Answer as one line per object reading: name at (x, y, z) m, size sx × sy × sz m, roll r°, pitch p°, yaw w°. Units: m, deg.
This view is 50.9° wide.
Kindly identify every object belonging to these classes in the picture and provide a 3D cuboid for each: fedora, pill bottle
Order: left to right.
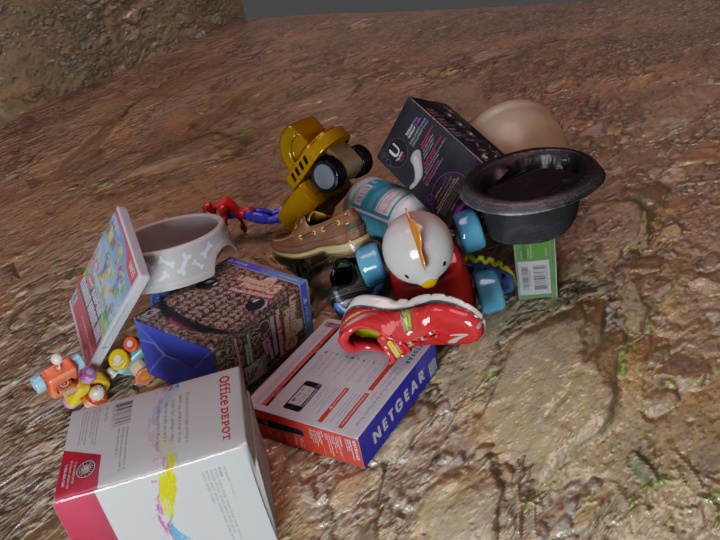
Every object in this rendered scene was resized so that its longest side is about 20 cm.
pill bottle at (0.065, -0.088, 1.296) m, size 0.110 × 0.112 × 0.199 m, roll -29°, pitch 34°, yaw -26°
fedora at (0.237, -0.094, 1.044) m, size 0.198 × 0.092 × 0.201 m, roll -9°, pitch 31°, yaw 5°

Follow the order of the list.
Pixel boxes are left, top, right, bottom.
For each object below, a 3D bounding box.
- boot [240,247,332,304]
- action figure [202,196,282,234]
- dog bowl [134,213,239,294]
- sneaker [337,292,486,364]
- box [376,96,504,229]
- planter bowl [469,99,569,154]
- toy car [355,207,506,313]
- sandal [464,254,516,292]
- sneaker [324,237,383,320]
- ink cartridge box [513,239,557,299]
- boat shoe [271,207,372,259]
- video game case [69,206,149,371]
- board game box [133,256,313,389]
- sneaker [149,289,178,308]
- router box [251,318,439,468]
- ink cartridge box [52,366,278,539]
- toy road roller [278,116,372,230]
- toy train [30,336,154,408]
boot at (-0.100, -0.006, 1.264) m, size 0.155 × 0.073 × 0.199 m, roll -29°, pitch 29°, yaw -28°
action figure at (-0.209, -0.085, 1.460) m, size 0.198 × 0.100 × 0.065 m, roll 12°, pitch 28°, yaw -3°
dog bowl at (-0.289, -0.032, 1.166) m, size 0.198 × 0.059 × 0.200 m, roll -9°, pitch 22°, yaw 4°
sneaker at (0.062, 0.083, 0.958) m, size 0.198 × 0.077 × 0.085 m, roll -3°, pitch 40°, yaw 29°
box at (0.141, -0.172, 1.224) m, size 0.105 × 0.123 × 0.200 m, roll -3°, pitch 44°, yaw -47°
planter bowl at (0.275, -0.168, 1.283) m, size 0.198 × 0.201 × 0.135 m, roll -17°, pitch 41°, yaw -7°
toy car at (0.085, -0.006, 1.011) m, size 0.183 × 0.179 × 0.200 m, roll -18°, pitch -16°, yaw 7°
sandal at (0.133, 0.021, 1.138) m, size 0.198 × 0.080 × 0.088 m, roll 4°, pitch 69°, yaw 13°
sneaker at (0.000, 0.000, 1.188) m, size 0.071 × 0.083 × 0.200 m, roll -34°, pitch 15°, yaw 35°
ink cartridge box at (0.267, -0.054, 1.164) m, size 0.059 × 0.105 × 0.201 m, roll -4°, pitch 31°, yaw 14°
boat shoe at (-0.067, -0.061, 1.183) m, size 0.199 × 0.068 × 0.072 m, roll -3°, pitch 21°, yaw 43°
video game case at (-0.368, 0.028, 1.098) m, size 0.017 × 0.200 × 0.144 m, roll 9°, pitch 39°, yaw -41°
board game box at (-0.192, 0.081, 1.093) m, size 0.158 × 0.098 × 0.200 m, roll 15°, pitch 35°, yaw 31°
sneaker at (-0.278, 0.031, 1.217) m, size 0.078 × 0.090 × 0.200 m, roll -8°, pitch 7°, yaw 10°
router box at (-0.022, 0.150, 0.983) m, size 0.178 × 0.049 × 0.200 m, roll 9°, pitch 36°, yaw 33°
ink cartridge box at (-0.203, 0.224, 0.828) m, size 0.198 × 0.146 × 0.146 m, roll -15°, pitch 29°, yaw -4°
toy road roller at (-0.087, -0.180, 1.357) m, size 0.146 × 0.200 × 0.123 m, roll 48°, pitch 40°, yaw 7°
toy train at (-0.355, 0.141, 1.063) m, size 0.199 × 0.151 × 0.056 m, roll -30°, pitch 69°, yaw -36°
